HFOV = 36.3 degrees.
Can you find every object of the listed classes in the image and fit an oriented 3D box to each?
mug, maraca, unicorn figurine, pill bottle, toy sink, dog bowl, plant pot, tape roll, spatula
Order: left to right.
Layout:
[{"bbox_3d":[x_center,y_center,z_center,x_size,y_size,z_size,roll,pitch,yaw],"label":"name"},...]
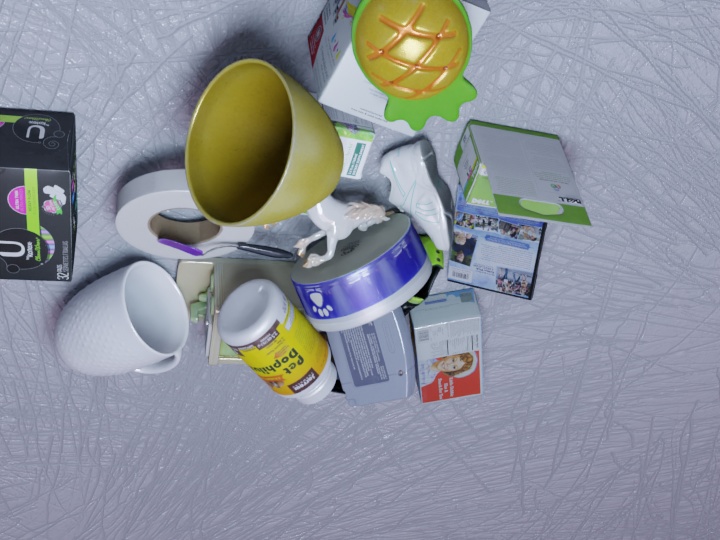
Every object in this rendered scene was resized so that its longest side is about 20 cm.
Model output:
[{"bbox_3d":[-0.357,0.098,1.675,0.173,0.150,0.200,-21,137,26],"label":"mug"},{"bbox_3d":[-0.247,-0.077,1.557,0.198,0.038,0.204,-2,153,-1],"label":"tape roll"},{"bbox_3d":[-0.192,-0.031,1.584,0.196,0.021,0.056,2,174,-18],"label":"spatula"},{"bbox_3d":[-0.187,0.067,1.696,0.196,0.113,0.132,4,133,-12],"label":"toy sink"},{"bbox_3d":[-0.103,-0.145,1.365,0.141,0.202,0.200,11,135,-48],"label":"plant pot"},{"bbox_3d":[-0.115,0.111,1.601,0.108,0.110,0.200,-26,133,16],"label":"pill bottle"},{"bbox_3d":[-0.051,-0.077,1.554,0.137,0.074,0.200,-42,124,11],"label":"unicorn figurine"},{"bbox_3d":[0.000,0.000,1.595,0.197,0.201,0.080,-23,110,12],"label":"dog bowl"},{"bbox_3d":[0.063,-0.242,1.240,0.134,0.108,0.202,-11,134,12],"label":"maraca"}]

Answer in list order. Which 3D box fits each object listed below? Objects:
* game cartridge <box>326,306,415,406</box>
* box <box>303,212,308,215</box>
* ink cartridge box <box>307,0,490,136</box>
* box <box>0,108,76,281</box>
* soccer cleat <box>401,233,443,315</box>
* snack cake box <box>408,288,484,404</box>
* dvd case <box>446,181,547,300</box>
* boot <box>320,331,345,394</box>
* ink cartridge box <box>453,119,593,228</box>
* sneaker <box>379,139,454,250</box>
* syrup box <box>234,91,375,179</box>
[{"bbox_3d":[0.014,0.107,1.724,0.131,0.041,0.204,-12,97,33],"label":"game cartridge"},{"bbox_3d":[-0.143,-0.139,1.560,0.196,0.035,0.111,6,132,-15],"label":"box"},{"bbox_3d":[0.043,-0.303,1.357,0.142,0.147,0.201,17,128,-24],"label":"ink cartridge box"},{"bbox_3d":[-0.458,-0.100,1.483,0.145,0.126,0.202,2,135,-11],"label":"box"},{"bbox_3d":[0.071,0.032,1.727,0.066,0.082,0.201,14,130,-21],"label":"soccer cleat"},{"bbox_3d":[0.145,0.130,1.844,0.113,0.068,0.202,-10,135,-2],"label":"snack cake box"},{"bbox_3d":[0.210,-0.045,1.685,0.140,0.018,0.202,13,134,10],"label":"dvd case"},{"bbox_3d":[0.006,0.178,1.845,0.197,0.098,0.075,19,129,-25],"label":"boot"},{"bbox_3d":[0.222,-0.110,1.532,0.145,0.202,0.076,7,133,-16],"label":"ink cartridge box"},{"bbox_3d":[0.088,-0.108,1.616,0.079,0.071,0.202,-8,133,20],"label":"sneaker"},{"bbox_3d":[-0.087,-0.192,1.487,0.196,0.082,0.080,8,129,-17],"label":"syrup box"}]
